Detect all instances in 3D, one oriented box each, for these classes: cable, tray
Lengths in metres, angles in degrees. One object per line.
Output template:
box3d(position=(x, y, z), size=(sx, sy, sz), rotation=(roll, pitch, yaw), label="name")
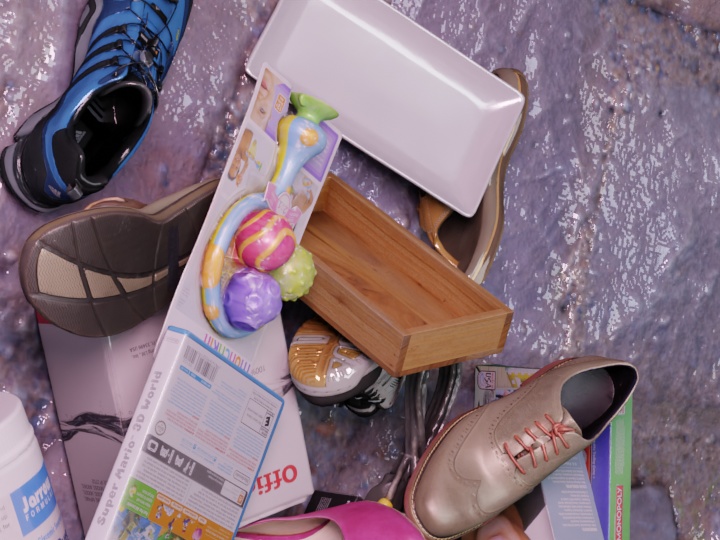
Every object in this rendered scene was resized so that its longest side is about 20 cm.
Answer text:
box3d(position=(0.041, 0.150, 1.549), size=(0.097, 0.050, 0.201), rotation=(32, 81, -39), label="cable")
box3d(position=(0.000, 0.000, 1.503), size=(0.098, 0.200, 0.037), rotation=(-11, 126, -39), label="tray")
box3d(position=(0.017, -0.131, 1.592), size=(0.199, 0.022, 0.108), rotation=(32, 70, -17), label="tray")

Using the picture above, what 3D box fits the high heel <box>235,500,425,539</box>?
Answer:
box3d(position=(-0.052, 0.188, 1.458), size=(0.096, 0.199, 0.068), rotation=(-6, 94, -46), label="high heel")

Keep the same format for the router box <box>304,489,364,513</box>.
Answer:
box3d(position=(-0.008, 0.283, 1.592), size=(0.157, 0.052, 0.201), rotation=(39, 66, -35), label="router box")

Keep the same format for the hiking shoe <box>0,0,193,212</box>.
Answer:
box3d(position=(-0.150, -0.122, 1.439), size=(0.074, 0.086, 0.201), rotation=(39, 66, -34), label="hiking shoe")

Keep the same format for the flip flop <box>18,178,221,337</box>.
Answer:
box3d(position=(-0.143, -0.016, 1.364), size=(0.200, 0.057, 0.082), rotation=(-26, 126, -53), label="flip flop")

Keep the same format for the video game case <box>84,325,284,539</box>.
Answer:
box3d(position=(-0.116, 0.150, 1.361), size=(0.143, 0.018, 0.201), rotation=(42, 65, -59), label="video game case")

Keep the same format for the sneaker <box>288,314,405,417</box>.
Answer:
box3d(position=(0.003, 0.067, 1.539), size=(0.200, 0.075, 0.088), rotation=(-47, 138, -67), label="sneaker")

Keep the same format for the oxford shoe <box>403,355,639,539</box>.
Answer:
box3d(position=(0.111, 0.115, 1.534), size=(0.200, 0.075, 0.071), rotation=(-39, 97, -29), label="oxford shoe")

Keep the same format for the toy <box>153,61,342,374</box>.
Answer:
box3d(position=(-0.056, -0.017, 1.410), size=(0.115, 0.047, 0.201), rotation=(40, 64, -57), label="toy")

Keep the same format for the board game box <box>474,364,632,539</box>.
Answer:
box3d(position=(0.141, 0.174, 1.664), size=(0.029, 0.134, 0.202), rotation=(2, 89, -45), label="board game box")

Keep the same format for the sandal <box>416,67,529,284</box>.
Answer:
box3d(position=(0.073, -0.062, 1.645), size=(0.054, 0.080, 0.201), rotation=(21, 75, -22), label="sandal")

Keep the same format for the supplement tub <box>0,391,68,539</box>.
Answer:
box3d(position=(-0.236, 0.189, 1.344), size=(0.131, 0.131, 0.201), rotation=(-27, 109, -37), label="supplement tub")

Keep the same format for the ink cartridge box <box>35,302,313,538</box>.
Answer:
box3d(position=(-0.123, 0.071, 1.467), size=(0.144, 0.084, 0.202), rotation=(-17, 100, -39), label="ink cartridge box")

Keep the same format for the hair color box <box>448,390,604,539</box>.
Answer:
box3d(position=(0.120, 0.198, 1.615), size=(0.060, 0.099, 0.201), rotation=(6, 64, -46), label="hair color box")
